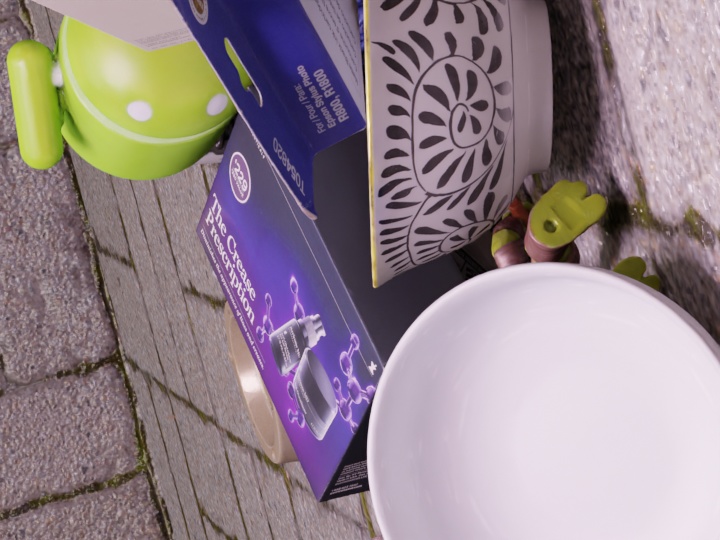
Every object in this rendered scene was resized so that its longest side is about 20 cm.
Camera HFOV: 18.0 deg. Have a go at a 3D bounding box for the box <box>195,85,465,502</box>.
[{"bbox_3d":[-0.013,0.008,1.311,0.201,0.078,0.141,64,147,28],"label":"box"}]

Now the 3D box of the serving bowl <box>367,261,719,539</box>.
[{"bbox_3d":[0.105,0.092,1.105,0.066,0.199,0.201,-17,-89,-64],"label":"serving bowl"}]

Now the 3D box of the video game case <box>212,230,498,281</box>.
[{"bbox_3d":[0.000,0.000,1.420,0.200,0.024,0.183,44,134,22],"label":"video game case"}]

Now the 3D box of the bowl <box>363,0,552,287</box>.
[{"bbox_3d":[0.049,-0.092,1.163,0.201,0.094,0.202,-1,-90,-89],"label":"bowl"}]

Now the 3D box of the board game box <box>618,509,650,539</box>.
[{"bbox_3d":[0.146,0.190,1.215,0.200,0.026,0.200,54,158,23],"label":"board game box"}]

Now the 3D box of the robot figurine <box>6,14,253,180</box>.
[{"bbox_3d":[-0.124,-0.122,1.353,0.200,0.174,0.116,141,118,-72],"label":"robot figurine"}]

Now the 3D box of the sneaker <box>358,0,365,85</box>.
[{"bbox_3d":[-0.004,-0.176,1.371,0.115,0.080,0.200,57,175,31],"label":"sneaker"}]

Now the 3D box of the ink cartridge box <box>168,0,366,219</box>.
[{"bbox_3d":[-0.047,-0.162,1.179,0.200,0.040,0.201,58,-157,-50],"label":"ink cartridge box"}]

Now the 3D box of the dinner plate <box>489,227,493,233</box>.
[{"bbox_3d":[0.029,0.017,1.436,0.199,0.024,0.201,18,118,37],"label":"dinner plate"}]

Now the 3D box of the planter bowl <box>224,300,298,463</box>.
[{"bbox_3d":[-0.016,0.059,1.582,0.200,0.134,0.201,164,90,-77],"label":"planter bowl"}]

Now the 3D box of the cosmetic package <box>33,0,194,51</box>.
[{"bbox_3d":[-0.121,-0.181,1.143,0.200,0.071,0.106,9,-112,-74],"label":"cosmetic package"}]

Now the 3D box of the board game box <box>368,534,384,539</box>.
[{"bbox_3d":[0.068,0.244,1.452,0.200,0.096,0.160,71,179,-77],"label":"board game box"}]

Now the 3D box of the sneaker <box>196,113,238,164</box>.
[{"bbox_3d":[-0.070,-0.106,1.493,0.079,0.199,0.074,-156,63,-62],"label":"sneaker"}]

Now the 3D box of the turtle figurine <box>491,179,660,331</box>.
[{"bbox_3d":[0.100,0.016,1.207,0.161,0.064,0.201,105,146,-66],"label":"turtle figurine"}]
